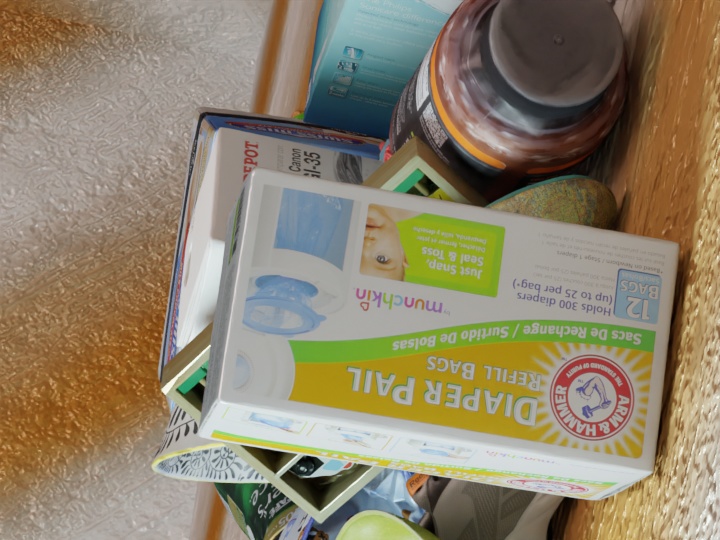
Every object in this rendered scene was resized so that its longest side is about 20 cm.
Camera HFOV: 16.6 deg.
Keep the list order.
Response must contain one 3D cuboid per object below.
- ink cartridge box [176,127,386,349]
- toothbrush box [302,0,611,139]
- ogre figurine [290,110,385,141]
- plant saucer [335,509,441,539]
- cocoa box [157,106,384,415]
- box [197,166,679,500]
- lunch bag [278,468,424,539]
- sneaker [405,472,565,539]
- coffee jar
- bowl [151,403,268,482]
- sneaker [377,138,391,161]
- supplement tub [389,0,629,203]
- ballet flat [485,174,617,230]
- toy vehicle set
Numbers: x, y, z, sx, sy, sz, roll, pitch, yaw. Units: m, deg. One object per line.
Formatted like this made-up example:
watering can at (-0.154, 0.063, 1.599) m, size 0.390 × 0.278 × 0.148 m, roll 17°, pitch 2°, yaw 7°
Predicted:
ink cartridge box at (0.000, 0.000, 1.453) m, size 0.147 × 0.200 × 0.083 m, roll -92°, pitch 15°, yaw -60°
toothbrush box at (0.057, -0.157, 1.467) m, size 0.200 × 0.146 × 0.085 m, roll 113°, pitch 166°, yaw -62°
ogre figurine at (0.011, -0.102, 1.854) m, size 0.098 × 0.120 × 0.200 m, roll 40°, pitch 117°, yaw 35°
plant saucer at (0.038, 0.215, 1.241) m, size 0.200 × 0.031 × 0.200 m, roll 36°, pitch 131°, yaw 56°
cocoa box at (-0.058, 0.000, 1.692) m, size 0.131 × 0.133 × 0.200 m, roll -128°, pitch 47°, yaw -77°
box at (0.035, 0.033, 1.132) m, size 0.101 × 0.200 × 0.113 m, roll 125°, pitch 153°, yaw -75°
lunch bag at (-0.002, 0.211, 1.471) m, size 0.170 × 0.124 × 0.200 m, roll 121°, pitch 151°, yaw -72°
sneaker at (0.070, 0.092, 1.254) m, size 0.074 × 0.079 × 0.200 m, roll -87°, pitch 12°, yaw -60°
coffee jar at (-0.032, 0.170, 1.707) m, size 0.085 × 0.104 × 0.200 m, roll 63°, pitch 175°, yaw -26°
bowl at (-0.032, 0.072, 1.528) m, size 0.201 × 0.200 × 0.094 m, roll 128°, pitch 139°, yaw -75°
sneaker at (0.030, -0.025, 1.585) m, size 0.200 × 0.079 × 0.096 m, roll -62°, pitch 27°, yaw 2°
supplement tub at (0.083, -0.094, 1.334) m, size 0.200 × 0.107 × 0.107 m, roll 129°, pitch 151°, yaw -74°
ballet flat at (0.046, 0.020, 1.273) m, size 0.071 × 0.200 × 0.071 m, roll 53°, pitch -158°, yaw -32°
toy vehicle set at (0.003, 0.035, 1.344) m, size 0.200 × 0.124 × 0.027 m, roll -43°, pitch 21°, yaw 19°
